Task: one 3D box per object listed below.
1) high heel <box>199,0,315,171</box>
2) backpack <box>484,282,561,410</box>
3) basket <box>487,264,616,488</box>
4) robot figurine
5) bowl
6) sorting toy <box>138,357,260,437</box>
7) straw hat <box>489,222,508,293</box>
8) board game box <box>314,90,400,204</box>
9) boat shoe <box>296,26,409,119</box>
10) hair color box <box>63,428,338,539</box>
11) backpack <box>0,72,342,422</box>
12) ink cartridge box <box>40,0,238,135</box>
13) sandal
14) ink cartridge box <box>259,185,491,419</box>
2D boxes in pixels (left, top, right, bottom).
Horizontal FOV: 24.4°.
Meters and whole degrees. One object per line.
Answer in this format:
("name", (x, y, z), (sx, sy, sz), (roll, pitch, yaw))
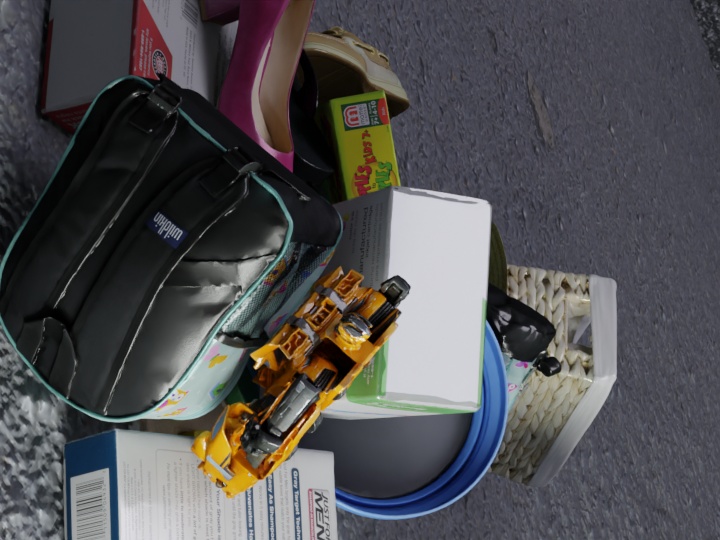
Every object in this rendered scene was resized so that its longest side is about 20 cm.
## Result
("high heel", (-0.054, -0.138, 1.215), (0.067, 0.096, 0.200), (2, 77, -65))
("backpack", (0.054, 0.095, 1.434), (0.200, 0.167, 0.127), (-59, 154, 10))
("basket", (0.157, 0.099, 1.618), (0.200, 0.123, 0.136), (114, -13, -49))
("robot figurine", (-0.040, 0.068, 1.032), (0.058, 0.200, 0.145), (40, 57, 3))
("bowl", (0.019, 0.096, 1.313), (0.201, 0.039, 0.201), (4, 80, -21))
("sorting toy", (-0.107, 0.116, 1.248), (0.185, 0.036, 0.200), (16, 64, -63))
("straw hat", (0.057, 0.036, 1.565), (0.085, 0.201, 0.201), (8, 64, -21))
("board game box", (-0.006, -0.098, 1.443), (0.200, 0.048, 0.102), (-155, -125, -83))
("boat shoe", (-0.024, -0.190, 1.557), (0.200, 0.074, 0.066), (23, 45, -63))
("hair color box", (-0.105, 0.168, 1.132), (0.200, 0.061, 0.100), (13, 68, -45))
("backpack", (-0.126, -0.003, 1.071), (0.176, 0.200, 0.153), (39, 7, 17))
("ink cartridge box", (-0.143, -0.142, 1.244), (0.200, 0.083, 0.147), (41, 43, -53))
("sandal", (-0.061, -0.157, 1.390), (0.075, 0.048, 0.200), (16, 37, -46))
("ink cartridge box", (0.006, 0.029, 1.183), (0.084, 0.200, 0.145), (8, 80, -26))
